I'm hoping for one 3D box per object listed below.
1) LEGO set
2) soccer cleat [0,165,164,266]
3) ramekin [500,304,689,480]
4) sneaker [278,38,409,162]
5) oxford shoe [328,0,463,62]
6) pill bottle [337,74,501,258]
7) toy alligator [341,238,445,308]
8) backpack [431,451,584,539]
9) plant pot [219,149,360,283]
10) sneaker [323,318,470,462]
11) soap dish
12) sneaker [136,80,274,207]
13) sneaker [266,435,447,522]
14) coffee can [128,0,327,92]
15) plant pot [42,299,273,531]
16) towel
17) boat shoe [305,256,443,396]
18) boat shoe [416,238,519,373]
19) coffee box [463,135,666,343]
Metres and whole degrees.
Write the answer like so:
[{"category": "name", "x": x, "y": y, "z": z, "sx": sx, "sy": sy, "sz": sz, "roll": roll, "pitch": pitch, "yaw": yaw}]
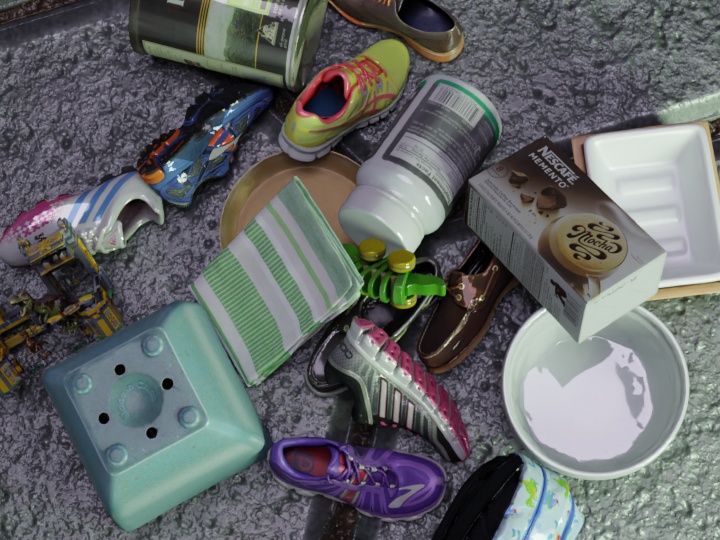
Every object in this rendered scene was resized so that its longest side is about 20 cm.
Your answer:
[{"category": "LEGO set", "x": -0.364, "y": 0.031, "z": 1.638, "sx": 0.199, "sy": 0.116, "sz": 0.154, "roll": -25, "pitch": 30, "yaw": 11}, {"category": "soccer cleat", "x": -0.319, "y": -0.048, "z": 1.706, "sx": 0.199, "sy": 0.070, "sz": 0.087, "roll": -28, "pitch": 58, "yaw": -7}, {"category": "ramekin", "x": 0.249, "y": 0.133, "z": 1.617, "sx": 0.199, "sy": 0.105, "sz": 0.201, "roll": -1, "pitch": 74, "yaw": 2}, {"category": "sneaker", "x": -0.010, "y": -0.209, "z": 1.721, "sx": 0.078, "sy": 0.090, "sz": 0.200, "roll": 38, "pitch": 65, "yaw": 15}, {"category": "oxford shoe", "x": 0.035, "y": -0.322, "z": 1.767, "sx": 0.199, "sy": 0.073, "sz": 0.072, "roll": 27, "pitch": 78, "yaw": 10}, {"category": "pill bottle", "x": 0.065, "y": -0.113, "z": 1.672, "sx": 0.113, "sy": 0.113, "sz": 0.200, "roll": 31, "pitch": 67, "yaw": 10}, {"category": "toy alligator", "x": 0.000, "y": 0.000, "z": 1.629, "sx": 0.199, "sy": 0.060, "sz": 0.054, "roll": 21, "pitch": 40, "yaw": 30}, {"category": "backpack", "x": 0.142, "y": 0.290, "z": 1.560, "sx": 0.153, "sy": 0.163, "sz": 0.201, "roll": 19, "pitch": 76, "yaw": -14}, {"category": "plant pot", "x": -0.063, "y": -0.043, "z": 1.721, "sx": 0.199, "sy": 0.028, "sz": 0.201, "roll": -1, "pitch": 74, "yaw": 2}, {"category": "sneaker", "x": 0.036, "y": 0.146, "z": 1.630, "sx": 0.087, "sy": 0.074, "sz": 0.200, "roll": -41, "pitch": 104, "yaw": 15}, {"category": "soap dish", "x": 0.328, "y": -0.061, "z": 1.678, "sx": 0.156, "sy": 0.081, "sz": 0.201, "roll": -7, "pitch": 75, "yaw": 1}, {"category": "sneaker", "x": -0.175, "y": -0.151, "z": 1.739, "sx": 0.200, "sy": 0.079, "sz": 0.075, "roll": -43, "pitch": 39, "yaw": -21}, {"category": "sneaker", "x": -0.006, "y": 0.224, "z": 1.616, "sx": 0.199, "sy": 0.083, "sz": 0.081, "roll": 8, "pitch": 76, "yaw": 4}, {"category": "coffee can", "x": -0.151, "y": -0.302, "z": 1.734, "sx": 0.199, "sy": 0.146, "sz": 0.147, "roll": 15, "pitch": 76, "yaw": 6}, {"category": "plant pot", "x": -0.226, "y": 0.146, "z": 1.578, "sx": 0.195, "sy": 0.200, "sz": 0.197, "roll": -28, "pitch": 81, "yaw": -4}, {"category": "towel", "x": -0.097, "y": 0.017, "z": 1.651, "sx": 0.200, "sy": 0.023, "sz": 0.153, "roll": -43, "pitch": 72, "yaw": 30}, {"category": "boat shoe", "x": 0.013, "y": 0.059, "z": 1.671, "sx": 0.072, "sy": 0.061, "sz": 0.201, "roll": 44, "pitch": 81, "yaw": 12}, {"category": "boat shoe", "x": 0.122, "y": 0.020, "z": 1.664, "sx": 0.070, "sy": 0.070, "sz": 0.200, "roll": 17, "pitch": 66, "yaw": 49}, {"category": "coffee box", "x": 0.215, "y": -0.036, "z": 1.588, "sx": 0.113, "sy": 0.080, "sz": 0.200, "roll": -30, "pitch": 59, "yaw": -19}]
